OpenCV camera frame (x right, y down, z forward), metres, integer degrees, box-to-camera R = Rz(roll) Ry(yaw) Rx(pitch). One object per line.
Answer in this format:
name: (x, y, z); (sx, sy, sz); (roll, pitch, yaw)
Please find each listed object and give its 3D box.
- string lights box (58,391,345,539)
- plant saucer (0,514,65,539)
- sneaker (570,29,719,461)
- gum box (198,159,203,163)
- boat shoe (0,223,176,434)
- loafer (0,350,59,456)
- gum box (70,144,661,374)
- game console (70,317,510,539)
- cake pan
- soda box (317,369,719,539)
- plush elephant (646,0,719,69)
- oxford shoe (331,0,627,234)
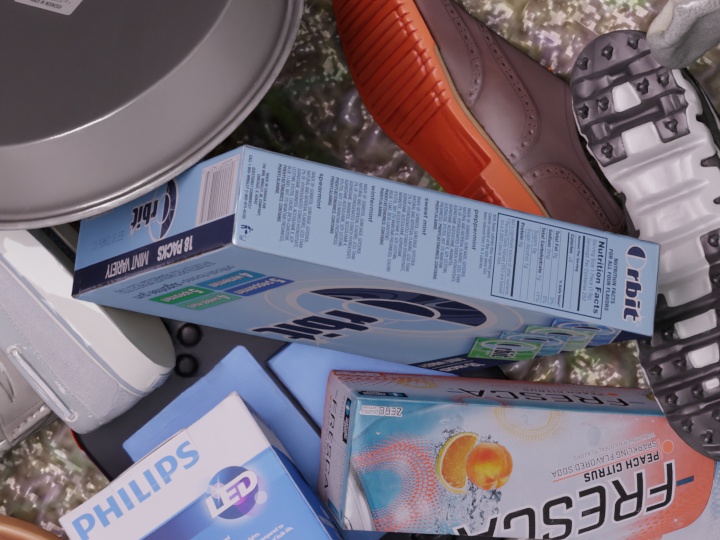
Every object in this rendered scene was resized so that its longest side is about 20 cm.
string lights box: (-0.038, 0.166, 1.251); (0.103, 0.059, 0.200); (-35, 68, 2)
plant saucer: (-0.196, 0.200, 1.355); (0.199, 0.038, 0.201); (-1, 114, -2)
sneaker: (0.157, -0.013, 1.286); (0.066, 0.090, 0.201); (-19, 82, 25)
gum box: (-0.141, -0.135, 1.302); (0.199, 0.045, 0.171); (30, 99, 2)
boat shoe: (-0.173, -0.007, 1.264); (0.071, 0.070, 0.201); (-42, 95, 16)
loafer: (-0.180, 0.059, 1.335); (0.200, 0.070, 0.070); (-43, 94, 9)
gum box: (0.000, 0.000, 1.204); (0.199, 0.170, 0.045); (13, 76, -26)
game console: (-0.022, 0.078, 1.330); (0.177, 0.031, 0.200); (-38, 104, 5)
cake pan: (-0.122, -0.104, 1.186); (0.199, 0.201, 0.037); (-20, 134, 7)
soda box: (0.083, 0.088, 1.302); (0.199, 0.068, 0.064); (3, 99, -12)
plush elephant: (0.181, -0.171, 1.233); (0.164, 0.155, 0.201); (-29, 96, 7)
oxford shoe: (0.052, -0.084, 1.312); (0.072, 0.071, 0.201); (-29, 88, -27)
